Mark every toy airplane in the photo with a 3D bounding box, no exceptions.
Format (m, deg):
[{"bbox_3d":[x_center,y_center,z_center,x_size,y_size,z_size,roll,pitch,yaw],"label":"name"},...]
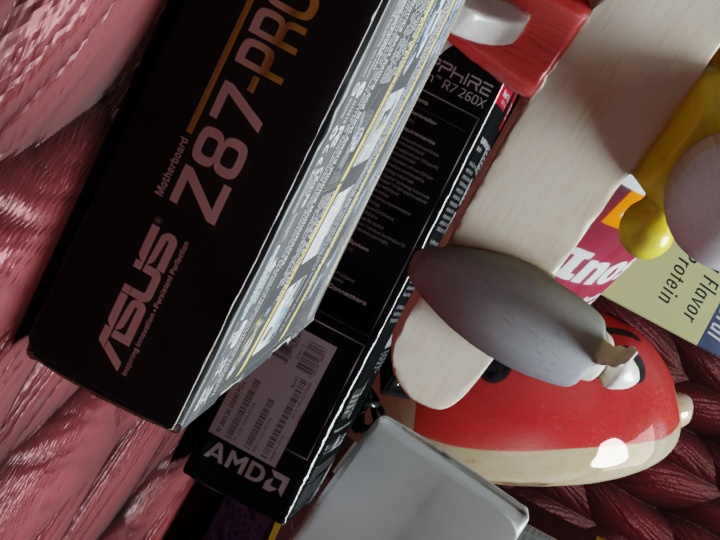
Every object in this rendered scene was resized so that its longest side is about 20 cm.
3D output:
[{"bbox_3d":[0.093,-0.056,0.786,0.141,0.198,0.201,-121,-165,-47],"label":"toy airplane"}]

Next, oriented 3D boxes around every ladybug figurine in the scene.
[{"bbox_3d":[0.084,0.060,1.315,0.136,0.198,0.072,-97,-168,-63],"label":"ladybug figurine"}]

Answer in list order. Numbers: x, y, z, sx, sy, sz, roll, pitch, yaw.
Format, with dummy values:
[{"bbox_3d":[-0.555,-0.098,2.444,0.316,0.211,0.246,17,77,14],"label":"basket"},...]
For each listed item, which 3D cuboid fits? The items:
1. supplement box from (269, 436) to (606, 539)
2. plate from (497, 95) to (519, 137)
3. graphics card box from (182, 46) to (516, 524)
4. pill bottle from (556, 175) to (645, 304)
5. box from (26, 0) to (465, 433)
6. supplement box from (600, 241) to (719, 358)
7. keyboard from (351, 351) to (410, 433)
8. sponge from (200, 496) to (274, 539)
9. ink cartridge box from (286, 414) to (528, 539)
[{"bbox_3d":[0.012,0.212,1.340,0.198,0.199,0.133,-64,175,14],"label":"supplement box"},{"bbox_3d":[0.079,-0.112,1.086,0.200,0.025,0.202,-166,-90,-81],"label":"plate"},{"bbox_3d":[0.000,0.000,0.975,0.201,0.051,0.125,-64,176,3],"label":"graphics card box"},{"bbox_3d":[0.110,-0.056,1.208,0.200,0.113,0.113,-48,-175,37],"label":"pill bottle"},{"bbox_3d":[-0.003,-0.069,0.610,0.201,0.049,0.161,-64,173,13],"label":"box"},{"bbox_3d":[0.168,-0.093,1.345,0.201,0.199,0.134,-64,174,16],"label":"supplement box"},{"bbox_3d":[0.022,0.005,1.106,0.128,0.021,0.200,-60,-169,22],"label":"keyboard"},{"bbox_3d":[-0.100,0.203,1.138,0.200,0.030,0.112,-60,175,-41],"label":"sponge"},{"bbox_3d":[-0.009,0.163,1.098,0.146,0.083,0.200,-53,174,-18],"label":"ink cartridge box"}]
